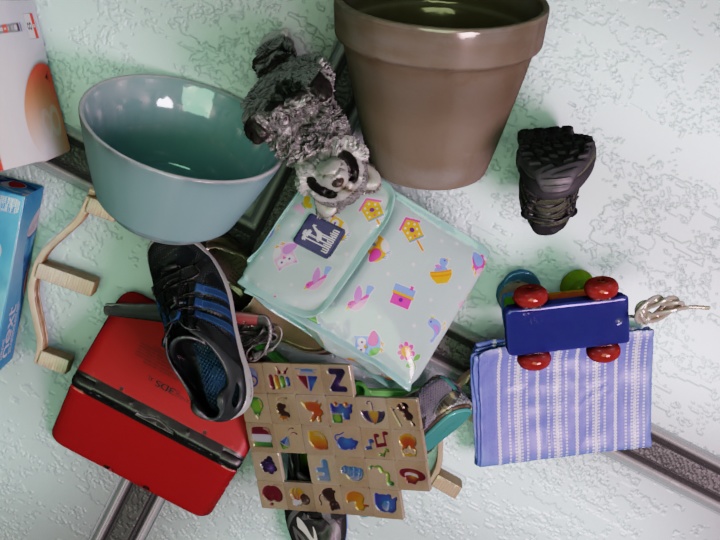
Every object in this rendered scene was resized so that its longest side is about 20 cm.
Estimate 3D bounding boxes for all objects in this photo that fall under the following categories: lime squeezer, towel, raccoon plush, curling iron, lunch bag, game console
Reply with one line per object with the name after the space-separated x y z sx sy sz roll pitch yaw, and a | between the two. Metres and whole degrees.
-0.027 0.121 1.227 0.200 0.071 0.038 15 102 -1 | lime squeezer
0.214 0.135 1.224 0.200 0.024 0.145 -6 109 -6 | towel
-0.037 -0.147 1.125 0.097 0.200 0.134 -22 126 22 | raccoon plush
-0.176 0.055 1.187 0.200 0.026 0.050 10 96 16 | curling iron
0.000 0.000 1.157 0.200 0.122 0.170 34 81 -8 | lunch bag
-0.212 0.148 1.268 0.200 0.119 0.172 28 71 -5 | game console

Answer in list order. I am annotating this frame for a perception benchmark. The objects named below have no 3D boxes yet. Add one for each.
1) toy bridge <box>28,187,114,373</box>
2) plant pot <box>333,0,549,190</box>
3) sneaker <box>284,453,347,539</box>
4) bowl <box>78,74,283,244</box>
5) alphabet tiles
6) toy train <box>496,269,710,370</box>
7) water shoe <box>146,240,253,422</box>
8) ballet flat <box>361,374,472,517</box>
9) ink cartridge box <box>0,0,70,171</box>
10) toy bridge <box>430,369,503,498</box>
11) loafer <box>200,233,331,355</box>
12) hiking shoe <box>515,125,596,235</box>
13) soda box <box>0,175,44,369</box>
-0.312 0.006 1.227 0.067 0.027 0.200 19 102 -2 | toy bridge
0.072 -0.179 1.110 0.200 0.200 0.174 3 120 2 | plant pot
-0.051 0.232 1.247 0.071 0.083 0.200 0 103 3 | sneaker
-0.184 -0.100 1.138 0.201 0.201 0.105 20 123 -2 | bowl
-0.027 0.171 1.168 0.200 0.008 0.167 -1 107 25 | alphabet tiles
0.239 0.034 1.179 0.200 0.116 0.085 -7 111 -1 | toy train
-0.160 0.050 1.128 0.071 0.079 0.200 -26 82 12 | water shoe
0.045 0.182 1.239 0.072 0.072 0.200 35 121 -5 | ballet flat
-0.346 -0.177 1.106 0.050 0.200 0.162 -10 103 4 | ink cartridge box
0.122 0.153 1.250 0.067 0.027 0.200 30 102 -4 | toy bridge
-0.102 0.030 1.211 0.200 0.067 0.076 30 102 -4 | loafer
0.188 -0.080 1.106 0.076 0.200 0.101 -6 104 9 | hiking shoe
-0.389 0.004 1.217 0.064 0.068 0.200 14 103 -1 | soda box
